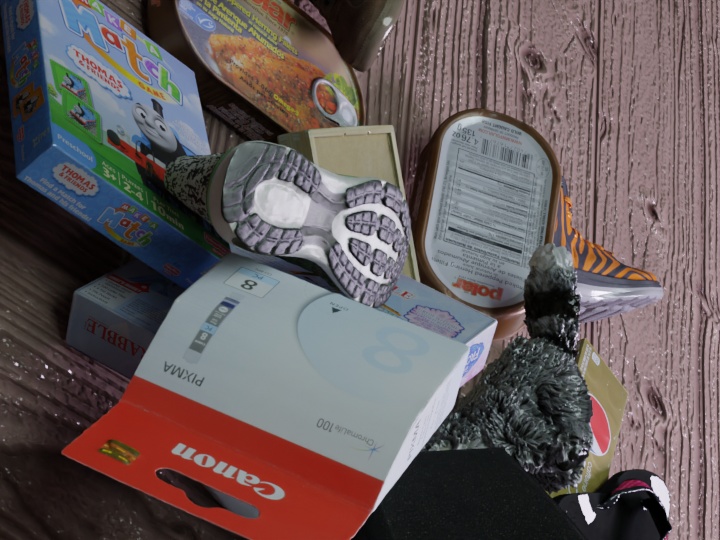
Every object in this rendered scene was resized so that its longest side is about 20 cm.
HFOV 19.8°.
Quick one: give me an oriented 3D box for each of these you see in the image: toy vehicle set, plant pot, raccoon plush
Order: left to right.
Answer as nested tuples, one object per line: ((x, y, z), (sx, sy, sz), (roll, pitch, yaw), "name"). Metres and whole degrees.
((0.000, 0.000, 1.441), (0.124, 0.026, 0.202), (-8, 88, -61), "toy vehicle set")
((0.038, 0.218, 1.260), (0.198, 0.200, 0.179), (0, 57, -39), "plant pot")
((0.083, 0.081, 1.461), (0.133, 0.097, 0.202), (4, 63, -16), "raccoon plush")

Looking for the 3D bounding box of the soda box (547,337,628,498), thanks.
((0.144, 0.149, 1.557), (0.068, 0.064, 0.201), (50, 39, -25), "soda box")

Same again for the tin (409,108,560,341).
((0.092, -0.038, 1.567), (0.111, 0.042, 0.201), (15, 53, -6), "tin")

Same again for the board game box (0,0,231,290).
((-0.153, -0.092, 1.272), (0.151, 0.037, 0.201), (36, 25, -37), "board game box")

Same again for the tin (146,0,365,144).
((-0.073, -0.149, 1.461), (0.200, 0.042, 0.113), (37, 49, -36), "tin")

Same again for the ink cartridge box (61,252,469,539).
((-0.048, 0.070, 1.132), (0.159, 0.048, 0.200), (22, 28, 14), "ink cartridge box")

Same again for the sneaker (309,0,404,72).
((-0.018, -0.204, 1.505), (0.075, 0.071, 0.200), (24, 19, -14), "sneaker")

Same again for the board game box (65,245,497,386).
((-0.046, 0.038, 1.283), (0.199, 0.041, 0.199), (27, 30, 21), "board game box")

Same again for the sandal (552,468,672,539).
((0.193, 0.187, 1.509), (0.199, 0.045, 0.076), (-2, 81, -60), "sandal")

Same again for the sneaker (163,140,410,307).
((-0.042, -0.037, 1.251), (0.200, 0.088, 0.077), (28, 82, -50), "sneaker")

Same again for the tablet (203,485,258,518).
((-0.026, 0.157, 1.375), (0.200, 0.014, 0.131), (50, 39, -22), "tablet")

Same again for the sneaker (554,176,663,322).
((0.175, -0.021, 1.679), (0.199, 0.077, 0.113), (6, 68, -51), "sneaker")
